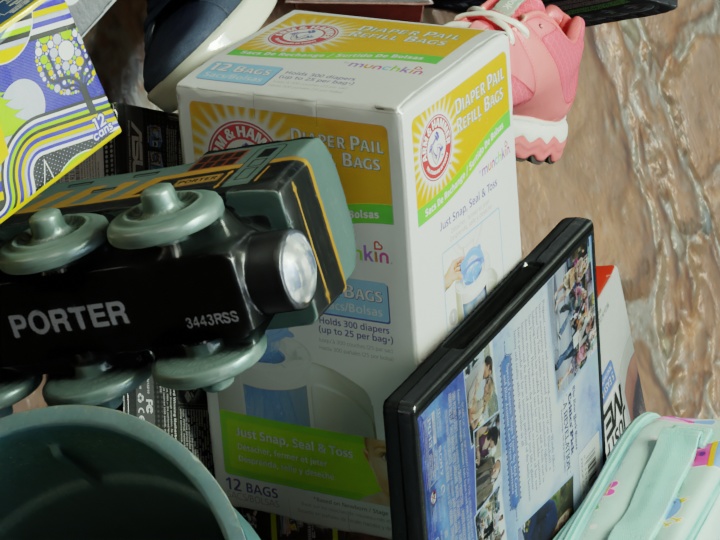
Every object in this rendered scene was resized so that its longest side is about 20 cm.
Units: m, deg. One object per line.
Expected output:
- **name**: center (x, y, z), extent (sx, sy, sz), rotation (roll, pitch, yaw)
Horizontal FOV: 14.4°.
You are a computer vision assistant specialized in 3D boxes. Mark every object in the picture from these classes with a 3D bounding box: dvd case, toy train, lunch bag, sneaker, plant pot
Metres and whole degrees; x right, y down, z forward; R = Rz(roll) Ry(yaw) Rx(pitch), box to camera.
- **dvd case**: center (0.061, 0.079, 1.215), extent (0.200, 0.017, 0.143), rotation (-42, 132, -55)
- **toy train**: center (-0.096, 0.001, 1.126), extent (0.114, 0.199, 0.086), rotation (-46, 122, -57)
- **lunch bag**: center (0.135, 0.162, 1.283), extent (0.200, 0.077, 0.161), rotation (-52, 134, -50)
- **sneaker**: center (0.056, -0.107, 1.455), extent (0.200, 0.074, 0.087), rotation (-4, 118, -63)
- **sneaker**: center (-0.082, -0.151, 1.281), extent (0.084, 0.075, 0.200), rotation (40, 32, -21)
- **plant pot**: center (-0.082, 0.179, 1.131), extent (0.196, 0.199, 0.201), rotation (38, 53, -56)

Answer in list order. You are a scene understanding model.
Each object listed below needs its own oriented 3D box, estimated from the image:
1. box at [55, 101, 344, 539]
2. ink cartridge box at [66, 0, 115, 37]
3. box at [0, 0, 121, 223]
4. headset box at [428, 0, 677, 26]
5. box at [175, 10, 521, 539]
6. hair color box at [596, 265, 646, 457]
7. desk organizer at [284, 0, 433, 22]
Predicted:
- **box**: center (-0.073, 0.033, 1.286), extent (0.160, 0.044, 0.201), rotation (7, 78, -55)
- **ink cartridge box**: center (-0.177, -0.158, 1.134), extent (0.200, 0.047, 0.198), rotation (-51, 126, -25)
- **box**: center (-0.187, -0.031, 1.068), extent (0.200, 0.064, 0.070), rotation (-40, 122, -33)
- **headset box**: center (0.086, -0.227, 1.529), extent (0.200, 0.092, 0.175), rotation (7, 78, -55)
- **box**: center (0.000, 0.000, 1.223), extent (0.101, 0.112, 0.201), rotation (-38, 131, -52)
- **hair color box**: center (0.112, 0.111, 1.482), extent (0.111, 0.064, 0.201), rotation (-56, 138, -58)
- **desk organizer**: center (0.000, -0.224, 1.404), extent (0.077, 0.071, 0.201), rotation (95, -4, -85)
